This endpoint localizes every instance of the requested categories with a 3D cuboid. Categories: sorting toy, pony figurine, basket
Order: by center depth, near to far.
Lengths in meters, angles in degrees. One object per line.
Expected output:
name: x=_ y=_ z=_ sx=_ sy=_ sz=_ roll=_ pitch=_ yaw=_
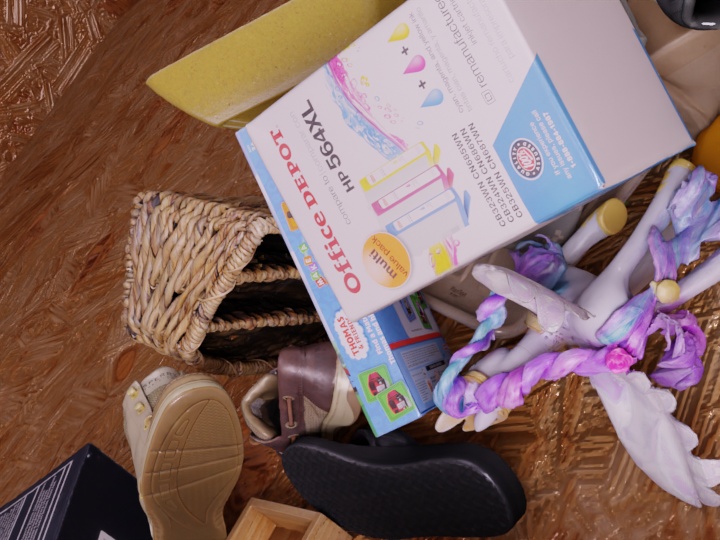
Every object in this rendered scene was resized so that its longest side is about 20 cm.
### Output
pony figurine: x=0.135 y=0.028 z=0.643 sx=0.200 sy=0.167 sz=0.193 roll=-42 pitch=9 yaw=-11
sorting toy: x=0.126 y=-0.036 z=0.866 sx=0.200 sy=0.036 sz=0.185 roll=-47 pitch=25 yaw=-9
basket: x=-0.068 y=0.017 z=0.912 sx=0.148 sy=0.200 sz=0.144 roll=12 pitch=98 yaw=38

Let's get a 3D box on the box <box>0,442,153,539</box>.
box: x=-0.253 y=0.278 z=0.903 sx=0.198 sy=0.123 sz=0.200 roll=-34 pitch=27 yaw=25

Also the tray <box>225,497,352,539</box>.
tray: x=-0.090 y=0.254 z=0.782 sx=0.098 sy=0.037 sz=0.200 roll=-6 pitch=47 yaw=56

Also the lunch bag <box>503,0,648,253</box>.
lunch bag: x=0.106 y=-0.128 z=0.789 sx=0.200 sy=0.117 sz=0.165 roll=-91 pitch=15 yaw=-59

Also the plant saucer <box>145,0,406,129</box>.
plant saucer: x=-0.027 y=-0.153 z=0.882 sx=0.199 sy=0.049 sz=0.200 roll=-22 pitch=-8 yaw=26

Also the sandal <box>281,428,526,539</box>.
sandal: x=0.029 y=0.133 z=0.742 sx=0.200 sy=0.076 sz=0.048 roll=-5 pitch=26 yaw=45

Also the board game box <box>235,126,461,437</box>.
board game box: x=0.000 y=0.000 z=0.750 sx=0.036 sy=0.201 sz=0.151 roll=-26 pitch=-7 yaw=14

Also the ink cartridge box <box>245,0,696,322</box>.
ink cartridge box: x=0.048 y=-0.069 z=0.630 sx=0.200 sy=0.129 sz=0.125 roll=-30 pitch=-3 yaw=39

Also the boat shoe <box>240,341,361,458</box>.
boat shoe: x=-0.049 y=0.094 z=0.821 sx=0.200 sy=0.072 sz=0.073 roll=125 pitch=149 yaw=-68

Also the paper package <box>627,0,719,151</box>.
paper package: x=0.276 y=-0.196 z=0.769 sx=0.190 sy=0.103 sz=0.201 roll=-32 pitch=30 yaw=34

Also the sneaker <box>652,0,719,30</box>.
sneaker: x=0.245 y=-0.206 z=0.642 sx=0.200 sy=0.074 sz=0.085 roll=-45 pitch=29 yaw=30

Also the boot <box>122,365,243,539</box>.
boot: x=-0.138 y=0.119 z=0.872 sx=0.072 sy=0.201 sz=0.156 roll=-8 pitch=40 yaw=-15

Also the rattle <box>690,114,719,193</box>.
rattle: x=0.210 y=-0.069 z=0.626 sx=0.142 sy=0.131 sz=0.200 roll=-9 pitch=25 yaw=37
